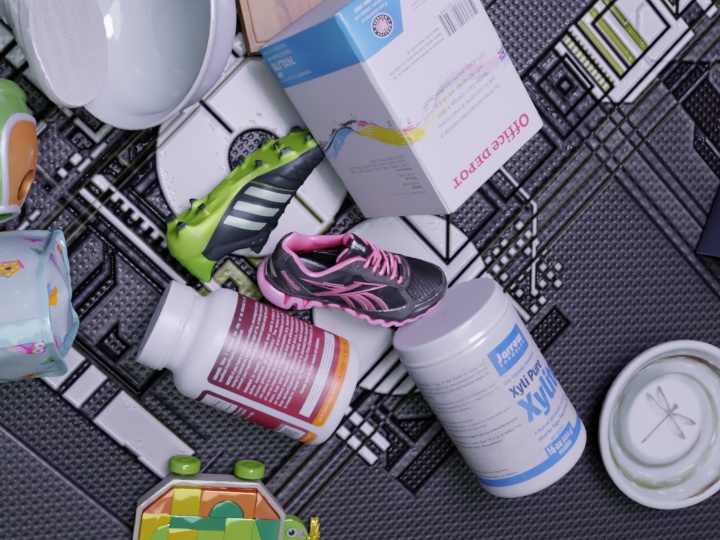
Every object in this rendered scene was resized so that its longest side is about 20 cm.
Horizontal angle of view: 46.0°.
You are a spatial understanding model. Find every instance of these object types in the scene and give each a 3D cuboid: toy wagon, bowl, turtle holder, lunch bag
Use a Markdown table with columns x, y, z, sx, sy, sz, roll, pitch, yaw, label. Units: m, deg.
| x | y | z | sx | sy | sz | roll | pitch | yaw | label |
| --- | --- | --- | --- | --- | --- | --- | --- | --- | --- |
| -0.137 | 0.278 | 0.895 | 0.199 | 0.040 | 0.156 | 7 | 96 | -14 | toy wagon |
| -0.182 | -0.230 | 0.772 | 0.201 | 0.090 | 0.202 | 6 | 102 | 31 | bowl |
| -0.371 | -0.097 | 0.729 | 0.185 | 0.141 | 0.132 | -19 | 93 | -33 | turtle holder |
| -0.338 | 0.040 | 0.729 | 0.170 | 0.200 | 0.122 | -7 | 107 | -13 | lunch bag |

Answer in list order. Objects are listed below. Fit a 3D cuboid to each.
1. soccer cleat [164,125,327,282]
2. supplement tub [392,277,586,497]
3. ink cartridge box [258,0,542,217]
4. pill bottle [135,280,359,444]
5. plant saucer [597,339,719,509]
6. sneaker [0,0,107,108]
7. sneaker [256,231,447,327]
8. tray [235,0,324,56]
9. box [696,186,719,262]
| x | y | z | sx | sy | sz | roll | pitch | yaw | label |
| --- | --- | --- | --- | --- | --- | --- | --- | --- | --- |
| -0.103 | -0.070 | 0.852 | 0.200 | 0.068 | 0.081 | -38 | 126 | -9 | soccer cleat |
| 0.137 | 0.124 | 0.893 | 0.132 | 0.132 | 0.200 | -35 | 105 | -7 | supplement tub |
| 0.039 | -0.171 | 0.794 | 0.147 | 0.146 | 0.200 | -43 | 113 | -25 | ink cartridge box |
| -0.110 | 0.087 | 0.838 | 0.200 | 0.113 | 0.113 | 25 | 91 | -15 | pill bottle |
| 0.360 | 0.176 | 0.994 | 0.199 | 0.050 | 0.201 | -2 | 97 | -13 | plant saucer |
| -0.295 | -0.229 | 0.756 | 0.074 | 0.115 | 0.201 | -15 | 91 | -47 | sneaker |
| 0.000 | 0.000 | 0.855 | 0.199 | 0.095 | 0.079 | 5 | 56 | -15 | sneaker |
| -0.084 | -0.322 | 0.832 | 0.098 | 0.037 | 0.201 | -14 | 101 | -11 | tray |
| 0.526 | -0.075 | 0.966 | 0.199 | 0.117 | 0.197 | 19 | 93 | -16 | box |
